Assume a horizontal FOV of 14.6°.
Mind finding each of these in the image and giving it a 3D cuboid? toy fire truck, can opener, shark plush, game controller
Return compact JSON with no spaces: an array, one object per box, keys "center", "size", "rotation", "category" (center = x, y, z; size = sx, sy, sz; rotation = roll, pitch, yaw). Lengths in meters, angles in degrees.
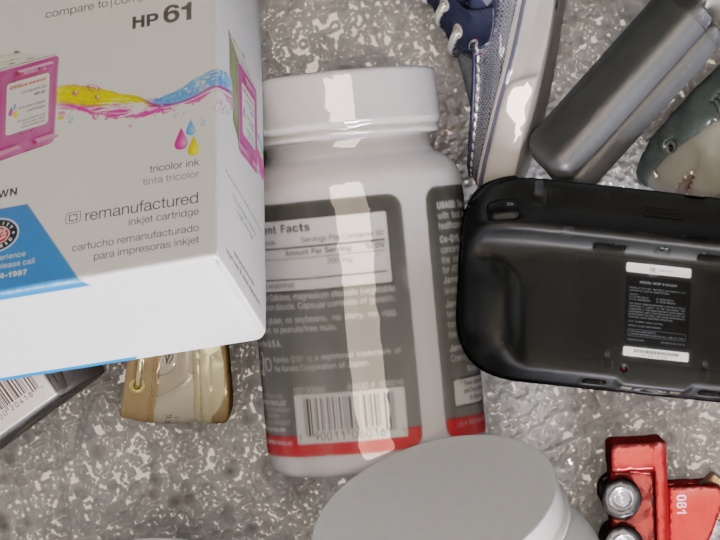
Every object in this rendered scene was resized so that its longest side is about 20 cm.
[{"center":[0.194,0.132,1.464],"size":[0.140,0.049,0.201],"rotation":[-2,92,2],"category":"toy fire truck"},{"center":[0.156,-0.129,1.442],"size":[0.066,0.053,0.200],"rotation":[37,90,30],"category":"can opener"},{"center":[0.212,-0.126,1.452],"size":[0.083,0.091,0.201],"rotation":[22,98,32],"category":"shark plush"},{"center":[0.147,0.011,1.416],"size":[0.199,0.042,0.105],"rotation":[6,83,-7],"category":"game controller"}]

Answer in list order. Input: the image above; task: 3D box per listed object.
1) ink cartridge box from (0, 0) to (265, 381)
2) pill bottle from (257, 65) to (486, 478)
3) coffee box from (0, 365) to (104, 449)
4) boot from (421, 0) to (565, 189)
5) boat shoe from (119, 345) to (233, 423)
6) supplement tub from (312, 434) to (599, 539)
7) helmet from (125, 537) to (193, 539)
[{"center":[-0.125,-0.061,1.371],"size":[0.144,0.085,0.201],"rotation":[-10,58,12],"category":"ink cartridge box"},{"center":[0.000,0.000,1.439],"size":[0.113,0.114,0.201],"rotation":[-5,91,3],"category":"pill bottle"},{"center":[-0.229,-0.002,1.451],"size":[0.080,0.114,0.200],"rotation":[-35,88,7],"category":"coffee box"},{"center":[0.058,-0.139,1.461],"size":[0.090,0.073,0.201],"rotation":[10,84,10],"category":"boot"},{"center":[-0.109,-0.017,1.464],"size":[0.069,0.074,0.201],"rotation":[-6,92,-3],"category":"boat shoe"},{"center":[0.062,0.195,1.371],"size":[0.144,0.145,0.201],"rotation":[-17,117,3],"category":"supplement tub"},{"center":[-0.095,0.228,1.409],"size":[0.199,0.191,0.201],"rotation":[0,92,3],"category":"helmet"}]
